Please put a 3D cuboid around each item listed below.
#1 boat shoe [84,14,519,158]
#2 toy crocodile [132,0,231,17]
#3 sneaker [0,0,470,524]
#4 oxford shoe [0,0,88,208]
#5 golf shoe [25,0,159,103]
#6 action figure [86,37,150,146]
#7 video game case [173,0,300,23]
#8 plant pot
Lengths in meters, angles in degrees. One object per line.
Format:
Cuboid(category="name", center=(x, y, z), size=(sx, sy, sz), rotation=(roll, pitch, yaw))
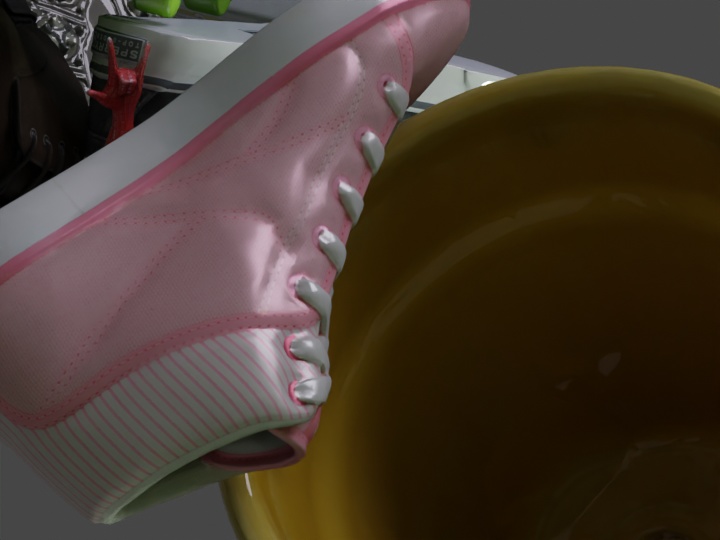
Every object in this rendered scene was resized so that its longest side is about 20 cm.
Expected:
Cuboid(category="boat shoe", center=(-0.013, -0.053, 0.767), size=(0.200, 0.068, 0.072), rotation=(0, 15, -39))
Cuboid(category="toy crocodile", center=(-0.084, -0.129, 0.740), size=(0.067, 0.062, 0.200), rotation=(15, 10, 6))
Cuboid(category="sneaker", center=(-0.025, -0.004, 0.588), size=(0.105, 0.200, 0.075), rotation=(49, -23, 10))
Cuboid(category="oxford shoe", center=(-0.130, -0.053, 0.706), size=(0.084, 0.073, 0.200), rotation=(51, 13, -5))
Cuboid(category="golf shoe", center=(-0.143, -0.113, 0.922), size=(0.078, 0.097, 0.200), rotation=(17, 50, -38))
Cuboid(category="action figure", center=(-0.027, -0.017, 0.696), size=(0.200, 0.099, 0.065), rotation=(0, 35, -24))
Cuboid(category="video game case", center=(-0.032, -0.077, 0.987), size=(0.200, 0.023, 0.182), rotation=(18, -23, 34))
Cuboid(category="plant pot", center=(0.080, 0.068, 0.651), size=(0.201, 0.201, 0.189), rotation=(47, -5, 37))
